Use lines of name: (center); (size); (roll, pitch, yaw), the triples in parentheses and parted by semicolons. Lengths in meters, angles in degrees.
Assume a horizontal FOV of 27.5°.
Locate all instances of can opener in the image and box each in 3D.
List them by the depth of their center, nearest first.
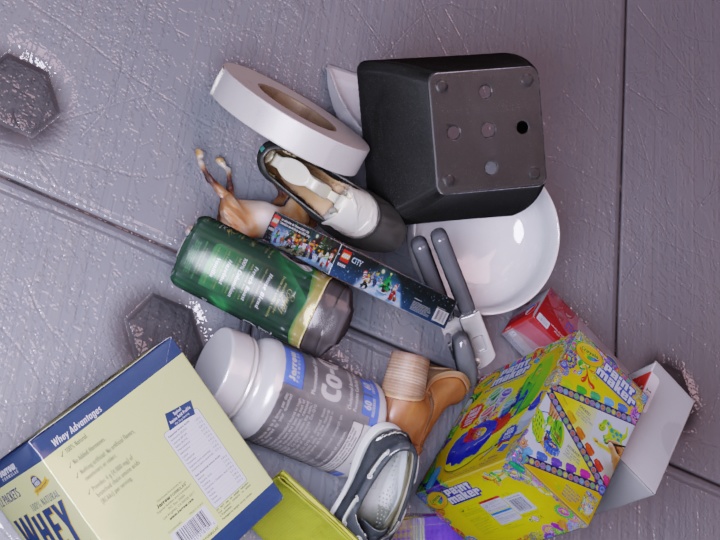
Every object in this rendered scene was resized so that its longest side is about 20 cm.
can opener: (0.116, 0.045, 1.781); (0.067, 0.052, 0.202); (-103, 172, -67)

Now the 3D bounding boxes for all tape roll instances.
tape roll: (-0.083, -0.177, 1.720); (0.201, 0.037, 0.203); (29, 13, -7)

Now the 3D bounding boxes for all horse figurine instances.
horse figurine: (-0.119, -0.074, 1.719); (0.198, 0.050, 0.134); (1, 64, -35)

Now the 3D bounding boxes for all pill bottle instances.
pill bottle: (-0.080, 0.142, 1.607); (0.198, 0.113, 0.115); (25, 56, -27)

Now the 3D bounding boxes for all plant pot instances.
plant pot: (0.121, -0.158, 1.719); (0.197, 0.177, 0.203); (-5, 93, -17)

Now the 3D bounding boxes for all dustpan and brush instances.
dustpan and brush: (0.029, -0.171, 1.867); (0.138, 0.057, 0.203); (12, 63, -33)

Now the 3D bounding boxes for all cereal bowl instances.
cereal bowl: (0.148, -0.044, 1.863); (0.197, 0.083, 0.203); (0, 91, -16)

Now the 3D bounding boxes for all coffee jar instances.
coffee jar: (-0.102, 0.020, 1.596); (0.198, 0.104, 0.086); (26, 90, 3)

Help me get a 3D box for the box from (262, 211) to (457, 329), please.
box: (0.000, 0.000, 1.693); (0.199, 0.136, 0.038); (26, 91, -42)

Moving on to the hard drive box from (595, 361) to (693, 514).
hard drive box: (0.293, 0.218, 1.799); (0.077, 0.199, 0.156); (44, 49, -12)

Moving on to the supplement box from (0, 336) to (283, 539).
supplement box: (-0.224, 0.213, 1.449); (0.200, 0.134, 0.201); (-38, 94, -41)

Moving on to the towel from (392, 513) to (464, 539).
towel: (0.091, 0.351, 1.701); (0.198, 0.023, 0.146); (6, 66, -35)

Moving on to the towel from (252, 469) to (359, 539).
towel: (-0.039, 0.305, 1.572); (0.200, 0.086, 0.018); (44, 28, -6)

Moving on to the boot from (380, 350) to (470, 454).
boot: (0.066, 0.185, 1.719); (0.200, 0.076, 0.157); (32, 69, -70)

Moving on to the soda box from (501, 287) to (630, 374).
soda box: (0.280, 0.121, 1.918); (0.200, 0.070, 0.064); (46, 49, -10)

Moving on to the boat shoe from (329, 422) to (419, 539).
boat shoe: (0.009, 0.266, 1.585); (0.075, 0.060, 0.203); (7, 104, -26)

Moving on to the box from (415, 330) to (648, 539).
box: (0.197, 0.203, 1.696); (0.122, 0.200, 0.193); (42, 54, -11)

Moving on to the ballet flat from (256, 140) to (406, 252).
ballet flat: (-0.038, -0.082, 1.684); (0.199, 0.068, 0.069); (31, 93, 5)
